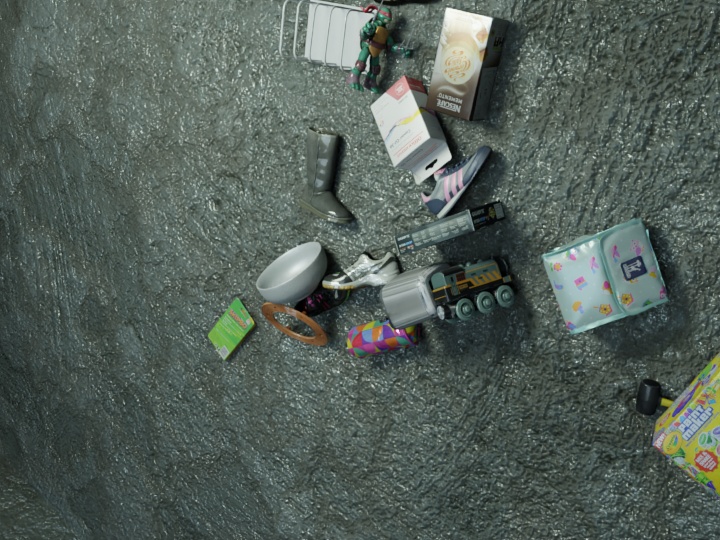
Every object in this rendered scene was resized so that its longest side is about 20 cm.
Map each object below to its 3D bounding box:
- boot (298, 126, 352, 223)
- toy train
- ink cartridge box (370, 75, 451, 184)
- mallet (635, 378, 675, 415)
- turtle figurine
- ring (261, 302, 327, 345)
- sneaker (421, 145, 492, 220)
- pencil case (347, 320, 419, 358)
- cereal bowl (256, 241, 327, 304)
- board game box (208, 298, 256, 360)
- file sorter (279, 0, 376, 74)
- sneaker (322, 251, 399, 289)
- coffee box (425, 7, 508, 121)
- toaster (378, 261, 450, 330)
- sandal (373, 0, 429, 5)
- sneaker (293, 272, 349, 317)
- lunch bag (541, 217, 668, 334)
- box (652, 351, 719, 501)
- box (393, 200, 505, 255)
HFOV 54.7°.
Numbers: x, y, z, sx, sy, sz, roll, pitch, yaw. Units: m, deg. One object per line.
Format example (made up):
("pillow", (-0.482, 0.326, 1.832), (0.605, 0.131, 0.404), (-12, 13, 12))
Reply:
("boot", (-0.076, -0.236, 1.724), (0.179, 0.072, 0.205), (25, 109, 27))
("toy train", (0.242, 0.039, 1.482), (0.085, 0.195, 0.117), (-23, 83, 68))
("ink cartridge box", (0.111, -0.306, 1.533), (0.116, 0.067, 0.204), (-35, 68, 37))
("mallet", (0.633, 0.279, 1.346), (0.196, 0.041, 0.068), (23, 114, 26))
("turtle figurine", (0.040, -0.496, 1.527), (0.101, 0.147, 0.204), (52, 128, 45))
("ring", (-0.173, 0.138, 1.845), (0.196, 0.020, 0.202), (23, 155, 11))
("sneaker", (0.203, -0.204, 1.509), (0.082, 0.070, 0.201), (42, 122, 6))
("pencil case", (0.057, 0.161, 1.714), (0.197, 0.088, 0.091), (-18, 92, 40))
("cereal bowl", (-0.165, 0.019, 1.782), (0.196, 0.201, 0.084), (-13, 120, 38))
("board game box", (-0.381, 0.174, 2.074), (0.096, 0.030, 0.200), (52, 129, 13))
("file sorter", (-0.077, -0.541, 1.601), (0.197, 0.123, 0.143), (21, 113, 31))
("sneaker", (0.000, 0.000, 1.704), (0.194, 0.076, 0.090), (-8, 88, 11))
("coffee box", (0.219, -0.424, 1.439), (0.113, 0.079, 0.205), (23, 115, 30))
("toaster", (0.133, 0.055, 1.552), (0.127, 0.198, 0.116), (-21, 92, 38))
("sandal", (0.077, -0.617, 1.507), (0.196, 0.079, 0.059), (11, 92, 27))
("sneaker", (-0.100, 0.075, 1.804), (0.199, 0.083, 0.078), (-39, 80, 37))
("lunch bag", (0.474, 0.009, 1.341), (0.196, 0.121, 0.175), (-21, 87, 30))
("box", (0.667, 0.285, 1.244), (0.191, 0.121, 0.203), (39, 115, 16))
("box", (0.192, -0.091, 1.497), (0.197, 0.157, 0.047), (-19, 91, 38))
